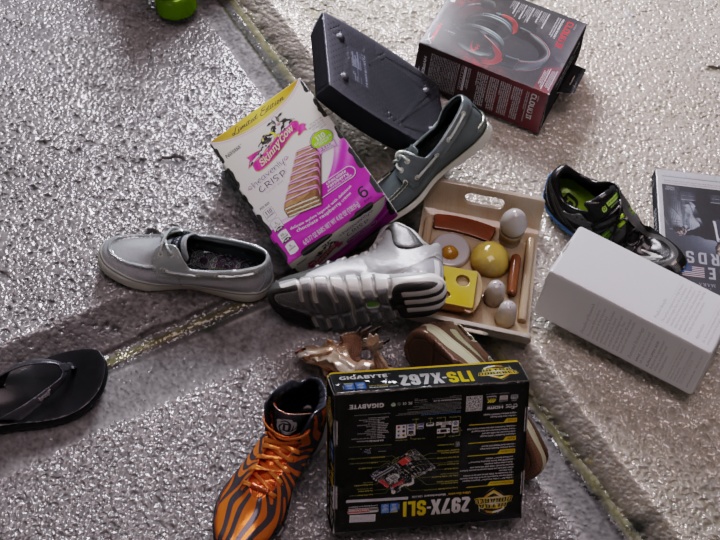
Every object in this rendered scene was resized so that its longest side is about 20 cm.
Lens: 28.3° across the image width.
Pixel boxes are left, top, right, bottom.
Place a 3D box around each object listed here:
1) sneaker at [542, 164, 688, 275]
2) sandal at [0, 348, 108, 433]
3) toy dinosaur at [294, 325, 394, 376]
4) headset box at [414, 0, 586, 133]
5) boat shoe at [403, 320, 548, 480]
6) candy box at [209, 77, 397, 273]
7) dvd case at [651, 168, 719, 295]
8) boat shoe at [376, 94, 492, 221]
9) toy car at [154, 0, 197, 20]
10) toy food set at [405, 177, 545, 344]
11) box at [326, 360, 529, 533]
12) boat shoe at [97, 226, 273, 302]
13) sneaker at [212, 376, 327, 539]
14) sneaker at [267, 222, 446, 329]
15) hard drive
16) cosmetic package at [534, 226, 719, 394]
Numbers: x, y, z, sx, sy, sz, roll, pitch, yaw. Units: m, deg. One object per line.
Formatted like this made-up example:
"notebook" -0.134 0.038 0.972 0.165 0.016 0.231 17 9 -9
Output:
"sneaker" 0.290 -0.052 1.663 0.071 0.083 0.199 -43 65 -15
"sandal" -0.355 0.130 1.481 0.199 0.043 0.076 -18 58 -19
"toy dinosaur" 0.030 0.127 1.513 0.200 0.136 0.086 42 94 -4
"headset box" 0.187 -0.273 1.824 0.199 0.075 0.149 24 54 11
"boat shoe" 0.138 0.129 1.525 0.075 0.075 0.203 -21 67 -47
"candy box" -0.067 -0.106 1.649 0.136 0.061 0.200 -36 61 1
"dvd case" 0.426 -0.032 1.707 0.149 0.025 0.201 7 53 -1
"boat shoe" 0.062 -0.128 1.672 0.200 0.062 0.073 -39 35 -3
"toy car" -0.269 -0.452 1.862 0.200 0.165 0.158 32 55 31
"toy food set" 0.133 -0.013 1.635 0.143 0.061 0.201 11 53 1
"box" 0.066 0.176 1.427 0.199 0.161 0.049 -4 24 -9
"boat shoe" -0.194 -0.018 1.592 0.199 0.072 0.070 9 53 0
"sneaker" -0.091 0.185 1.428 0.077 0.112 0.201 20 54 9
"sneaker" 0.000 0.000 1.594 0.199 0.075 0.116 -2 46 9
"hard drive" 0.021 -0.215 1.722 0.199 0.042 0.136 26 43 -36
"cosmetic package" 0.306 0.043 1.599 0.199 0.074 0.102 28 43 15
